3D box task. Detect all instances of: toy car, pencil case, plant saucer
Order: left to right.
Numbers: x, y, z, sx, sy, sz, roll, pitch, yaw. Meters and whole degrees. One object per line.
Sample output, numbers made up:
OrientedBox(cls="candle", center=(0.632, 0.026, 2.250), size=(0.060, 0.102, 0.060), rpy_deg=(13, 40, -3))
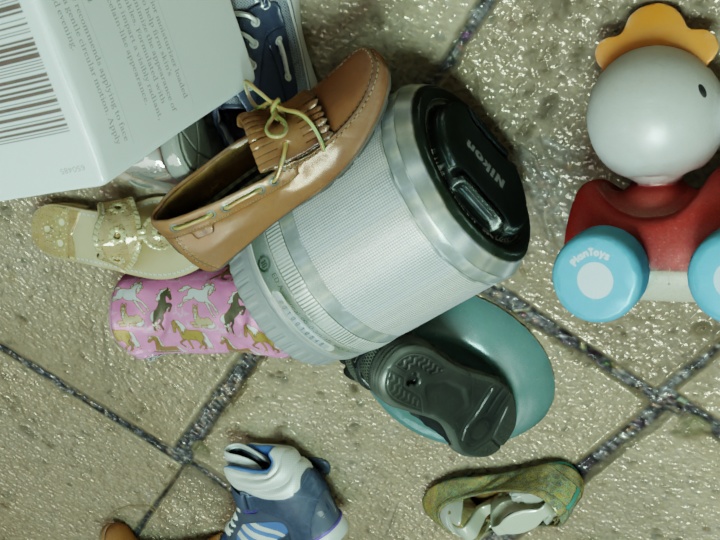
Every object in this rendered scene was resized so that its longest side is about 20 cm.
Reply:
OrientedBox(cls="pencil case", center=(-0.139, 0.039, 1.191), size=(0.198, 0.083, 0.087), rpy_deg=(-3, 128, 28))
OrientedBox(cls="plant saucer", center=(0.080, 0.101, 1.173), size=(0.198, 0.036, 0.201), rpy_deg=(15, 136, 15))
OrientedBox(cls="toy car", center=(0.223, -0.082, 0.866), size=(0.175, 0.184, 0.202), rpy_deg=(0, 102, 26))

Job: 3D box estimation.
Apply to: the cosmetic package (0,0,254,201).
OrientedBox(cls="cosmetic package", center=(-0.206, -0.161, 0.859), size=(0.164, 0.200, 0.166), rpy_deg=(-6, 113, 30))

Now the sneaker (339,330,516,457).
OrientedBox(cls="sneaker", center=(0.056, 0.094, 1.105), size=(0.199, 0.077, 0.114), rpy_deg=(31, -175, -42))

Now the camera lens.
OrientedBox(cls="camera lens", center=(0.017, -0.033, 0.964), size=(0.199, 0.160, 0.160), rpy_deg=(-30, 114, 28))

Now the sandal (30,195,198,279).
OrientedBox(cls="sandal", center=(-0.233, -0.029, 1.165), size=(0.210, 0.070, 0.078), rpy_deg=(4, 99, 27))

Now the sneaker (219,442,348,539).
OrientedBox(cls="sneaker", center=(-0.117, 0.247, 1.388), size=(0.199, 0.081, 0.147), rpy_deg=(-19, 112, 42))

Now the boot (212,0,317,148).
OrientedBox(cls="boot", center=(-0.087, -0.171, 0.958), size=(0.072, 0.091, 0.201), rpy_deg=(-1, 130, 27))

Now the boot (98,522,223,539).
OrientedBox(cls="boot", center=(-0.228, 0.362, 1.539), size=(0.155, 0.201, 0.076), rpy_deg=(-42, 150, 20))

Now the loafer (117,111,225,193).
OrientedBox(cls="loafer", center=(-0.134, -0.088, 1.004), size=(0.062, 0.200, 0.073), rpy_deg=(-12, 86, 13))

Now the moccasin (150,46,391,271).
OrientedBox(cls="moccasin", center=(-0.063, -0.087, 0.890), size=(0.201, 0.074, 0.078), rpy_deg=(-36, 131, 15))

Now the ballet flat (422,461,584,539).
OrientedBox(cls="ballet flat", center=(0.131, 0.237, 1.254), size=(0.199, 0.071, 0.071), rpy_deg=(-21, 119, 39))
